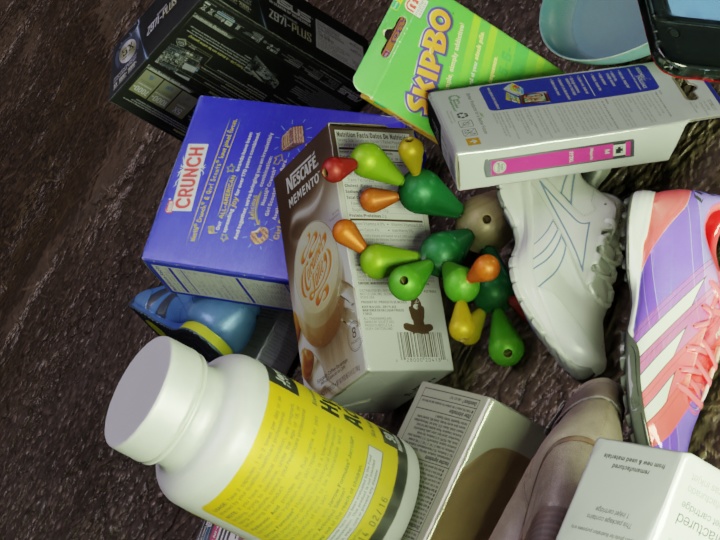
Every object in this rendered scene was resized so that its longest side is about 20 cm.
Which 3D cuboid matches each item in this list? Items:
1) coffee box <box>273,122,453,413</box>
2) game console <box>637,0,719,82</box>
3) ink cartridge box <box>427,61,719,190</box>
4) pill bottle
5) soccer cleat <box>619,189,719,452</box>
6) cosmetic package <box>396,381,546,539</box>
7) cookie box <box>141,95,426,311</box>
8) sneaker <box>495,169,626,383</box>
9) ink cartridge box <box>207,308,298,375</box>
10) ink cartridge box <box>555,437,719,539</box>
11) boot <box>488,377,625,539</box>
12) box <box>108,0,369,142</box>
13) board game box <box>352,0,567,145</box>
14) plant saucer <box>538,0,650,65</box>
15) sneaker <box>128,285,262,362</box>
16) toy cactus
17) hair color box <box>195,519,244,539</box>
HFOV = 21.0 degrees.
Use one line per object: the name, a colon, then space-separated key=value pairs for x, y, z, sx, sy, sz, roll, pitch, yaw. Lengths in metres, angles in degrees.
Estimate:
coffee box: x=0.000 y=0.000 z=1.512 sx=0.114 sy=0.079 sz=0.201 roll=-40 pitch=55 yaw=56
game console: x=0.275 y=-0.230 z=1.293 sx=0.119 sy=0.172 sz=0.201 roll=110 pitch=160 yaw=-49
ink cartridge box: x=0.154 y=-0.107 z=1.385 sx=0.095 sy=0.199 sz=0.037 roll=-108 pitch=9 yaw=-56
pill bottle: x=-0.068 y=0.124 z=1.307 sx=0.111 sy=0.200 sz=0.112 roll=-43 pitch=30 yaw=33
soccer cleat: x=0.205 y=0.038 z=1.234 sx=0.073 sy=0.068 sz=0.201 roll=-4 pitch=63 yaw=16
cosmetic package: x=0.050 y=0.185 z=1.344 sx=0.105 sy=0.071 sz=0.201 roll=11 pitch=73 yaw=63
cookie box: x=-0.064 y=-0.055 z=1.670 sx=0.199 sy=0.075 sz=0.172 roll=9 pitch=65 yaw=20
sneaker: x=0.150 y=-0.013 z=1.370 sx=0.087 sy=0.075 sz=0.201 roll=-20 pitch=52 yaw=16
ink cartridge box: x=-0.100 y=0.034 z=1.799 sx=0.199 sy=0.041 sz=0.201 roll=11 pitch=73 yaw=62
ink cartridge box: x=0.162 y=0.211 z=1.035 sx=0.084 sy=0.144 sz=0.201 roll=4 pitch=67 yaw=61
boot: x=0.119 y=0.166 z=1.250 sx=0.146 sy=0.070 sz=0.200 roll=-63 pitch=1 yaw=-43
box: x=-0.115 y=-0.193 z=1.873 sx=0.164 sy=0.200 sz=0.086 roll=-43 pitch=32 yaw=32
board game box: x=0.090 y=-0.131 z=1.446 sx=0.096 sy=0.200 sz=0.030 roll=-63 pitch=26 yaw=-5
plant saucer: x=0.224 y=-0.226 z=1.461 sx=0.200 sy=0.027 sz=0.201 roll=-31 pitch=34 yaw=24
sneaker: x=-0.145 y=0.035 z=1.769 sx=0.079 sy=0.066 sz=0.200 roll=-53 pitch=25 yaw=-14
toy cactus: x=0.075 y=-0.029 z=1.447 sx=0.165 sy=0.200 sz=0.102 roll=-32 pitch=-18 yaw=-45
hair color box: x=-0.057 y=0.215 z=1.518 sx=0.200 sy=0.060 sz=0.100 roll=-16 pitch=50 yaw=54
